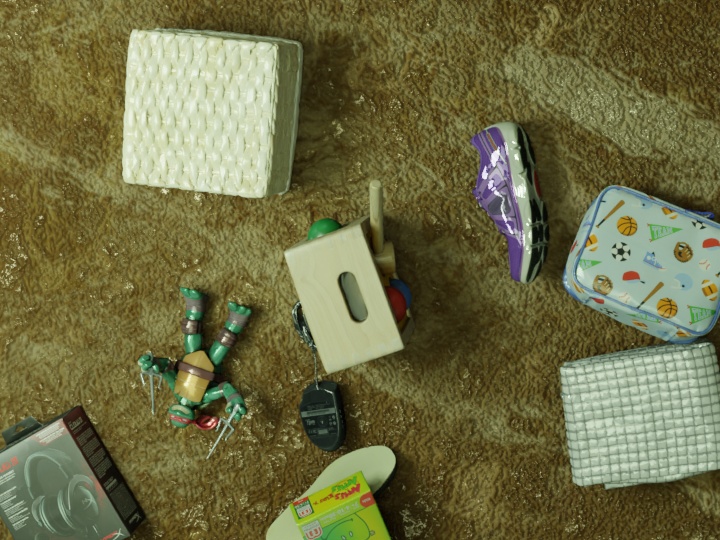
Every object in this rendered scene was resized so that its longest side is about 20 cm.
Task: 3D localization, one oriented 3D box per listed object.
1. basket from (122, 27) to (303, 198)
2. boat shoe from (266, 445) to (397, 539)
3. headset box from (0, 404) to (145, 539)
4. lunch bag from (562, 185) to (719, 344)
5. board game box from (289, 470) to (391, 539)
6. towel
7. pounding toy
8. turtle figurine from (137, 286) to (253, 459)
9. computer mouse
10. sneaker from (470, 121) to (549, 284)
[{"bbox_3d":[-0.183,-0.192,1.623,0.197,0.161,0.201,7,100,6],"label":"basket"},{"bbox_3d":[-0.030,0.306,1.724,0.201,0.063,0.074,-41,49,-1],"label":"boat shoe"},{"bbox_3d":[-0.404,0.288,1.760,0.148,0.077,0.201,-28,95,10],"label":"headset box"},{"bbox_3d":[0.358,-0.010,1.608,0.199,0.076,0.161,23,76,2],"label":"lunch bag"},{"bbox_3d":[-0.007,0.362,1.683,0.101,0.048,0.201,-24,118,-6],"label":"board game box"},{"bbox_3d":[0.351,0.177,1.645,0.199,0.086,0.167,-10,98,7],"label":"towel"},{"bbox_3d":[0.000,0.000,1.612,0.141,0.184,0.201,-19,95,9],"label":"pounding toy"},{"bbox_3d":[-0.213,0.131,1.702,0.149,0.101,0.201,18,84,-10],"label":"turtle figurine"},{"bbox_3d":[-0.053,0.136,1.720,0.058,0.034,0.201,-7,92,25],"label":"computer mouse"},{"bbox_3d":[0.183,-0.082,1.645,0.083,0.081,0.201,-11,89,25],"label":"sneaker"}]
